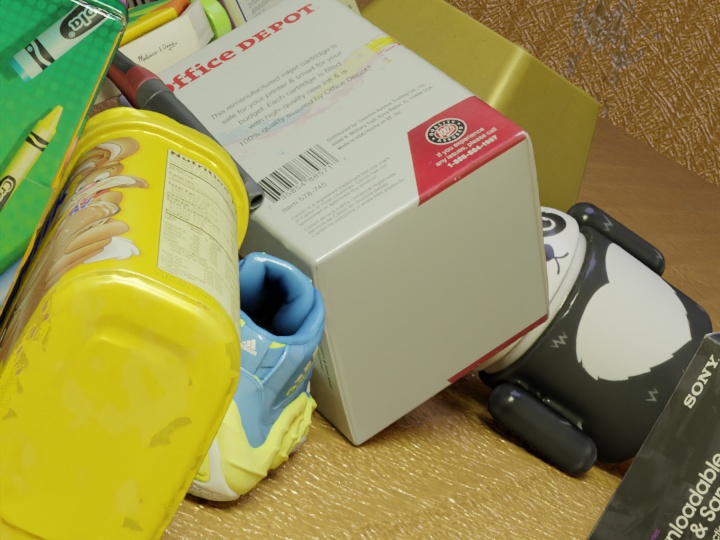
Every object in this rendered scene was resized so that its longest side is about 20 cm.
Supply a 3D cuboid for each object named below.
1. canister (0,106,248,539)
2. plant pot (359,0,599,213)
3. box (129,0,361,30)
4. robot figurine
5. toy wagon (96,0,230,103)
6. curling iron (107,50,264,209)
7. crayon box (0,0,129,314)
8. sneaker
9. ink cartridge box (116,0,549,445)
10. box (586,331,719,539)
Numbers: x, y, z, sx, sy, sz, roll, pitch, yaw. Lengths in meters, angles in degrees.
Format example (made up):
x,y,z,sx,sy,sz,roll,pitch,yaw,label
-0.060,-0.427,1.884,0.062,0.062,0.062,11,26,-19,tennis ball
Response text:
x,y,z,sx,sy,sz,roll,pitch,yaw,label
-0.103,0.031,0.754,0.086,0.149,0.200,25,16,-13,canister
0.063,-0.101,1.439,0.200,0.177,0.200,38,9,34,plant pot
-0.094,-0.163,1.263,0.176,0.097,0.200,13,-42,44,box
0.145,0.044,1.214,0.200,0.125,0.150,34,16,-12,robot figurine
-0.178,-0.119,1.152,0.155,0.040,0.200,-33,19,-33,toy wagon
-0.121,-0.086,1.012,0.200,0.050,0.026,36,-17,27,curling iron
-0.159,-0.036,0.769,0.058,0.200,0.119,22,15,-14,crayon box
-0.043,0.039,0.924,0.076,0.105,0.200,28,14,-3,sneaker
-0.015,-0.037,1.065,0.200,0.145,0.145,41,-25,40,ink cartridge box
0.236,0.145,1.018,0.200,0.143,0.036,35,16,27,box
